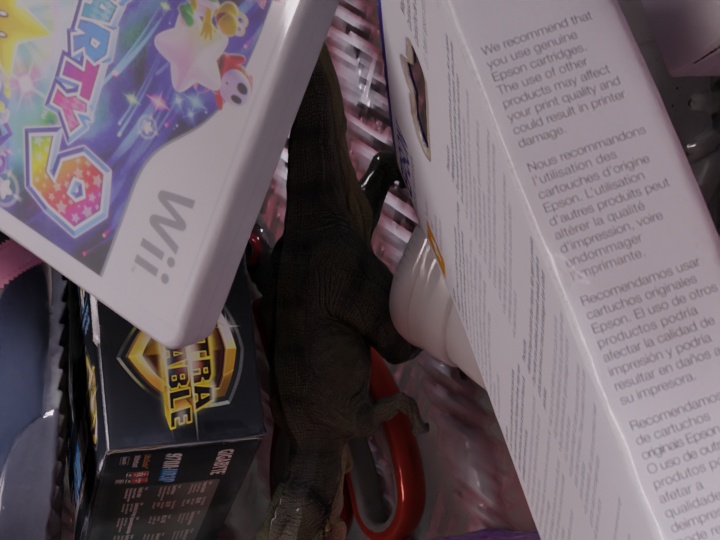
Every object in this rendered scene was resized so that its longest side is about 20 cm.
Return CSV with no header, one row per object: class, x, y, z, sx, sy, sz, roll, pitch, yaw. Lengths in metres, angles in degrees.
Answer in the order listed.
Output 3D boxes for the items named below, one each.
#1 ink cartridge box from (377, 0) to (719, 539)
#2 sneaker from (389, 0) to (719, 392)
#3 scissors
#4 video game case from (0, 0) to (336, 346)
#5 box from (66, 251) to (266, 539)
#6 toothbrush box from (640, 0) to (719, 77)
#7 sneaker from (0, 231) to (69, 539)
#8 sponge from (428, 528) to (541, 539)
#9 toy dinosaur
ink cartridge box,0.055,0.018,0.643,0.196,0.043,0.200,83,169,-70
sneaker,0.083,-0.044,0.756,0.088,0.075,0.200,35,123,22
scissors,-0.025,0.000,0.921,0.073,0.014,0.201,-33,68,49
video game case,-0.095,-0.091,0.715,0.200,0.018,0.143,33,117,23
box,-0.068,-0.002,0.840,0.200,0.046,0.159,115,150,-72
toothbrush box,0.111,-0.151,0.641,0.085,0.146,0.200,-35,67,45
sneaker,-0.126,-0.002,0.793,0.070,0.082,0.201,110,154,-66
sponge,0.096,0.129,0.778,0.200,0.030,0.112,-6,89,50
toy dinosaur,0.000,0.000,0.831,0.047,0.088,0.201,-7,87,48
